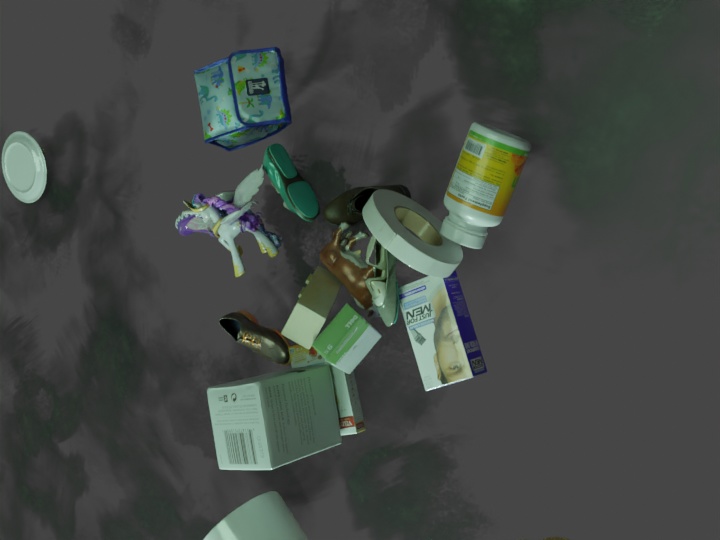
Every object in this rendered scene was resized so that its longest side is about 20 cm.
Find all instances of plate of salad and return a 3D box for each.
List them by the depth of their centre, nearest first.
[{"bbox_3d":[-0.950,-0.294,2.233,0.198,0.048,0.203,8,106,30],"label":"plate of salad"}]

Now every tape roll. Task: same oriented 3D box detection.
[{"bbox_3d":[0.094,-0.068,1.403,0.203,0.202,0.037,49,118,23],"label":"tape roll"},{"bbox_3d":[-0.220,0.588,1.665,0.140,0.202,0.203,51,118,23],"label":"tape roll"}]

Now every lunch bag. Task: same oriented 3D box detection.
[{"bbox_3d":[-0.245,-0.369,1.685,0.198,0.127,0.172,-13,83,22],"label":"lunch bag"}]

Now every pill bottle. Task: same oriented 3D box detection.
[{"bbox_3d":[0.211,-0.146,1.370,0.110,0.111,0.202,30,109,30],"label":"pill bottle"}]

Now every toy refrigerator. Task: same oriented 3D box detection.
[{"bbox_3d":[-0.094,0.067,1.542,0.069,0.200,0.076,29,113,-2],"label":"toy refrigerator"}]

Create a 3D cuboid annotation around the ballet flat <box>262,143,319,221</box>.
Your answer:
[{"bbox_3d":[-0.148,-0.174,1.664,0.201,0.067,0.071,60,146,17],"label":"ballet flat"}]

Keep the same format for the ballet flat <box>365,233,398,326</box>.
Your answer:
[{"bbox_3d":[0.037,0.003,1.467,0.067,0.063,0.203,-168,81,-64],"label":"ballet flat"}]

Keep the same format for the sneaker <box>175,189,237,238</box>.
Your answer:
[{"bbox_3d":[-0.342,-0.110,1.793,0.199,0.080,0.089,-22,87,33],"label":"sneaker"}]

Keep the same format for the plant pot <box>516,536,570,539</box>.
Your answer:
[{"bbox_3d":[0.302,0.532,1.295,0.199,0.188,0.204,3,95,35],"label":"plant pot"}]

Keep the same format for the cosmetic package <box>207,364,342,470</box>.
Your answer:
[{"bbox_3d":[-0.170,0.291,1.565,0.164,0.199,0.167,-12,87,40],"label":"cosmetic package"}]

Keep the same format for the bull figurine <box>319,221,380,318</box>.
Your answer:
[{"bbox_3d":[0.000,0.000,1.559,0.200,0.065,0.122,42,109,21],"label":"bull figurine"}]

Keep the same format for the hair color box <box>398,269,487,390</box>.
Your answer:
[{"bbox_3d":[0.149,0.110,1.459,0.109,0.065,0.202,-23,81,34],"label":"hair color box"}]

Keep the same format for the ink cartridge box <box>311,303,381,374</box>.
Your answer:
[{"bbox_3d":[-0.030,0.128,1.488,0.059,0.200,0.104,40,87,18],"label":"ink cartridge box"}]

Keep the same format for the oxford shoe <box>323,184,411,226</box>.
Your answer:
[{"bbox_3d":[-0.005,-0.133,1.543,0.198,0.084,0.074,-14,86,37],"label":"oxford shoe"}]

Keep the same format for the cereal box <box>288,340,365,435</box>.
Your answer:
[{"bbox_3d":[-0.072,0.245,1.637,0.143,0.039,0.202,-17,83,37],"label":"cereal box"}]

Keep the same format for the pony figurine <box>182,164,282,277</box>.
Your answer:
[{"bbox_3d":[-0.258,-0.106,1.668,0.192,0.167,0.201,-27,117,23],"label":"pony figurine"}]

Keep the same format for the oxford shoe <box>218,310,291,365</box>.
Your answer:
[{"bbox_3d":[-0.231,0.155,1.726,0.199,0.073,0.072,27,107,31],"label":"oxford shoe"}]
